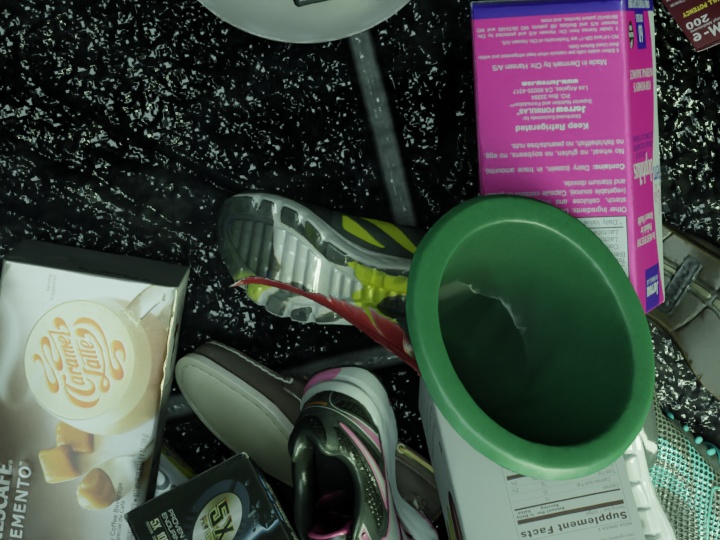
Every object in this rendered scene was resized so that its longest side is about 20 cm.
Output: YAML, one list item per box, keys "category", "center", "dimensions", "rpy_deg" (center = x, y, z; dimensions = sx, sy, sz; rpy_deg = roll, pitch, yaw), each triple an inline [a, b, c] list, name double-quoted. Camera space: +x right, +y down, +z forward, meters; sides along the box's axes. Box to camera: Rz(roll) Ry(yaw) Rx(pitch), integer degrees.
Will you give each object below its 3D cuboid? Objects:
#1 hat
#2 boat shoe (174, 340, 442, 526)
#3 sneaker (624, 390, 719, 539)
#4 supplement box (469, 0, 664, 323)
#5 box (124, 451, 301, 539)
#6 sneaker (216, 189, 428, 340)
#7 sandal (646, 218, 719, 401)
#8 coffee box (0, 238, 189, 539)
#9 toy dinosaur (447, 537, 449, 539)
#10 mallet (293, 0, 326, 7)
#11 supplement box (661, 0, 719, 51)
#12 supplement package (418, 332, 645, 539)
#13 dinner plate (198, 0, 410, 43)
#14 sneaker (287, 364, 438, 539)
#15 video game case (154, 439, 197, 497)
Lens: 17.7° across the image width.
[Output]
- category: "hat"
  center: [0.059, 0.053, 1.413]
  dimensions: [0.165, 0.176, 0.200]
  rpy_deg: [-15, 78, -33]
- category: "boat shoe"
  center: [-0.031, 0.108, 1.525]
  dimensions: [0.200, 0.072, 0.060]
  rpy_deg: [36, 57, 4]
- category: "sneaker"
  center: [0.210, 0.133, 1.534]
  dimensions: [0.091, 0.078, 0.200]
  rpy_deg: [-20, 104, -12]
- category: "supplement box"
  center: [0.131, -0.071, 1.452]
  dimensions: [0.103, 0.101, 0.200]
  rpy_deg: [0, 96, 17]
- category: "box"
  center: [-0.053, 0.231, 1.437]
  dimensions: [0.086, 0.164, 0.200]
  rpy_deg: [-27, 73, -1]
- category: "sneaker"
  center: [0.000, 0.000, 1.503]
  dimensions: [0.200, 0.085, 0.075]
  rpy_deg: [24, 113, 17]
- category: "sandal"
  center: [0.220, 0.023, 1.517]
  dimensions: [0.200, 0.055, 0.082]
  rpy_deg: [35, 100, 9]
- category: "coffee box"
  center: [-0.183, 0.091, 1.485]
  dimensions: [0.114, 0.080, 0.200]
  rpy_deg: [10, 100, -1]
- category: "toy dinosaur"
  center: [0.118, 0.232, 1.559]
  dimensions: [0.105, 0.200, 0.182]
  rpy_deg: [-48, 125, -29]
- category: "mallet"
  center: [0.058, -0.185, 1.448]
  dimensions: [0.200, 0.066, 0.041]
  rpy_deg: [-16, 133, -10]
- category: "supplement box"
  center: [0.200, -0.250, 1.434]
  dimensions: [0.109, 0.061, 0.200]
  rpy_deg: [-41, 100, -31]
- category: "supplement package"
  center: [0.110, 0.150, 1.443]
  dimensions: [0.109, 0.114, 0.200]
  rpy_deg: [-11, 68, -4]
- category: "dinner plate"
  center: [-0.037, -0.245, 1.478]
  dimensions: [0.200, 0.024, 0.201]
  rpy_deg: [0, 102, 0]
- category: "sneaker"
  center: [-0.007, 0.167, 1.448]
  dimensions: [0.080, 0.086, 0.200]
  rpy_deg: [-14, 107, 26]
- category: "video game case"
  center: [-0.207, 0.179, 1.555]
  dimensions: [0.200, 0.026, 0.181]
  rpy_deg: [-43, 98, 7]
